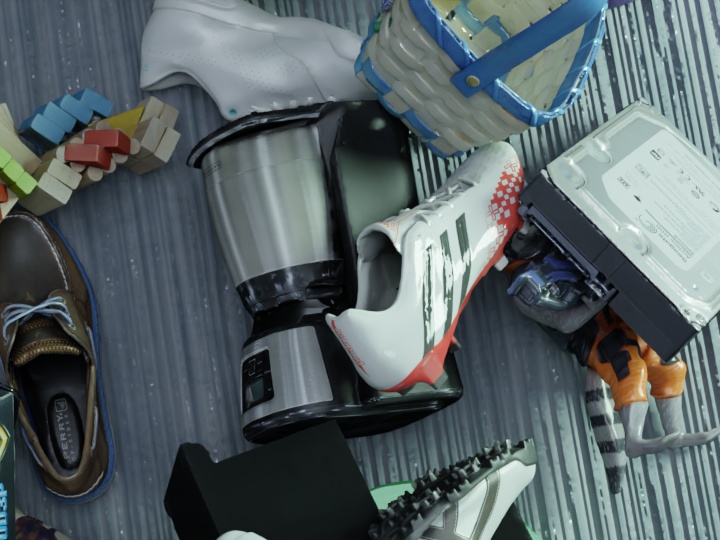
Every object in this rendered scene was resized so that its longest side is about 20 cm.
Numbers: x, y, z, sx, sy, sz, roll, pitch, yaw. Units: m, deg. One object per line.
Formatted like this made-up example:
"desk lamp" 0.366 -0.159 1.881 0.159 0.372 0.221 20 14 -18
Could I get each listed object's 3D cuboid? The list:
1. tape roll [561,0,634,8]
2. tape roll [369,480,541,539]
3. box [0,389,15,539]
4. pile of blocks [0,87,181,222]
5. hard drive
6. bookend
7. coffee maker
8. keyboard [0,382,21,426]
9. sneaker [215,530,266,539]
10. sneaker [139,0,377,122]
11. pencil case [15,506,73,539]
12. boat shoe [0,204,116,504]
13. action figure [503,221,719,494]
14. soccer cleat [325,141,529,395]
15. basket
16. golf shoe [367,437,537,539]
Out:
"tape roll" 0.152 -0.284 1.563 0.198 0.085 0.202 0 80 -2
"tape roll" 0.037 0.237 1.474 0.198 0.048 0.202 1 78 -3
"box" -0.296 0.133 1.401 0.199 0.046 0.160 14 111 31
"pile of blocks" -0.197 -0.079 1.478 0.199 0.062 0.083 -28 96 -32
"hard drive" 0.188 -0.032 1.469 0.140 0.200 0.038 46 121 7
"bookend" 0.009 0.179 1.411 0.197 0.092 0.201 -19 68 -21
"coffee maker" 0.000 0.000 1.475 0.190 0.135 0.202 -11 80 -6
"keyboard" -0.313 0.068 1.461 0.199 0.104 0.040 27 59 2
"sneaker" -0.114 0.193 1.318 0.115 0.201 0.074 38 49 19
"sneaker" -0.051 -0.124 1.534 0.198 0.075 0.089 17 84 10
"pencil case" -0.163 0.225 1.445 0.199 0.089 0.078 29 101 3
"boat shoe" -0.199 0.048 1.487 0.072 0.072 0.201 -18 80 -6
"action figure" 0.138 0.039 1.478 0.105 0.199 0.194 -42 72 31
"soccer cleat" 0.042 -0.016 1.403 0.085 0.068 0.201 44 54 -25
"basket" 0.097 -0.171 1.423 0.139 0.199 0.177 45 41 -19
"golf shoe" 0.043 0.177 1.333 0.200 0.078 0.095 -39 96 -28
